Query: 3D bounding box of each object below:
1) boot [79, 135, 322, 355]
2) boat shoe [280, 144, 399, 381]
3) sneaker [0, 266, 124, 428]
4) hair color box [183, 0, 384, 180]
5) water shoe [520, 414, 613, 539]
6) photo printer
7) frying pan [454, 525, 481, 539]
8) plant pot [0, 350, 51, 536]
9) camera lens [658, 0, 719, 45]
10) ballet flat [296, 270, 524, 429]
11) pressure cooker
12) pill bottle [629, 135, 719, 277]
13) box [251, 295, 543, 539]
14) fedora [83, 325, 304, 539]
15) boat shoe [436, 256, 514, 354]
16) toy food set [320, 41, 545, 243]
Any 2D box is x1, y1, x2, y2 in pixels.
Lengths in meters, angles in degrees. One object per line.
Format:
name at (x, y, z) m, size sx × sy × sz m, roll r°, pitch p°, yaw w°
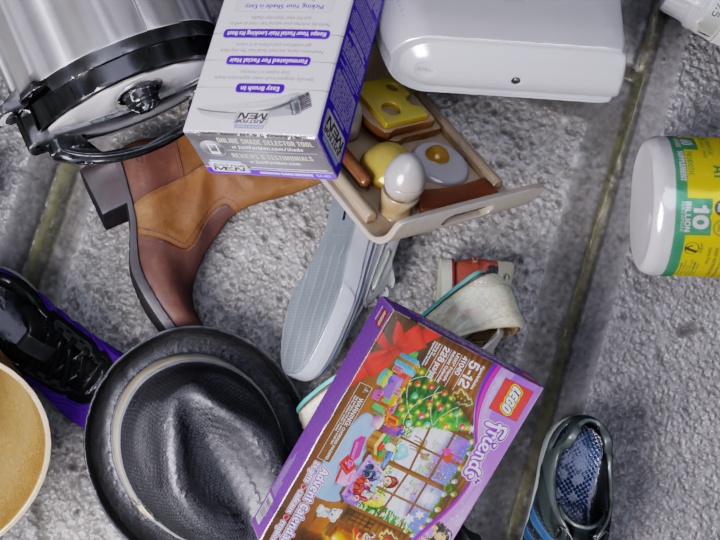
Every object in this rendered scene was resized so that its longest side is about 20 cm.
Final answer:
boot at (-0.103, -0.044, 1.260) m, size 0.199 × 0.069 × 0.189 m, roll -25°, pitch 76°, yaw -12°
boat shoe at (0.000, 0.000, 1.238) m, size 0.067 × 0.073 × 0.201 m, roll 25°, pitch 82°, yaw -33°
sneaker at (-0.243, 0.068, 1.208) m, size 0.200 × 0.100 × 0.070 m, roll 36°, pitch 85°, yaw 4°
hair color box at (-0.052, -0.171, 1.173) m, size 0.109 × 0.065 × 0.201 m, roll 5°, pitch 62°, yaw 20°
water shoe at (0.161, 0.213, 1.207) m, size 0.071 × 0.079 × 0.201 m, roll 5°, pitch 82°, yaw 0°
photo printer at (0.110, -0.214, 1.242) m, size 0.199 × 0.070 × 0.167 m, roll 4°, pitch 50°, yaw 0°
frying pan at (0.088, 0.246, 1.207) m, size 0.190 × 0.031 × 0.115 m, roll 47°, pitch 127°, yaw 16°
plant pot at (-0.345, 0.090, 1.150) m, size 0.185 × 0.200 × 0.187 m, roll -12°, pitch 122°, yaw -19°
camera lens at (0.361, -0.240, 1.235) m, size 0.199 × 0.160 × 0.161 m, roll 23°, pitch 82°, yaw 2°
ballet flat at (0.038, 0.078, 1.177) m, size 0.200 × 0.067 × 0.063 m, roll -38°, pitch 70°, yaw 11°
pressure cooker at (-0.205, -0.184, 1.202) m, size 0.175 × 0.178 × 0.201 m, roll -28°, pitch 85°, yaw 27°
pill bottle at (0.324, -0.049, 1.231) m, size 0.199 × 0.113 × 0.114 m, roll 2°, pitch 82°, yaw -1°
box at (0.027, 0.137, 1.138) m, size 0.136 × 0.039 × 0.201 m, roll 27°, pitch 98°, yaw -19°
fedora at (-0.113, 0.144, 1.176) m, size 0.199 × 0.092 × 0.202 m, roll -1°, pitch 94°, yaw -20°
boat shoe at (0.092, 0.087, 1.232) m, size 0.062 × 0.071 × 0.201 m, roll 3°, pitch 78°, yaw -4°
toy food set at (0.032, -0.109, 1.202) m, size 0.143 × 0.061 × 0.200 m, roll -16°, pitch 52°, yaw -32°
